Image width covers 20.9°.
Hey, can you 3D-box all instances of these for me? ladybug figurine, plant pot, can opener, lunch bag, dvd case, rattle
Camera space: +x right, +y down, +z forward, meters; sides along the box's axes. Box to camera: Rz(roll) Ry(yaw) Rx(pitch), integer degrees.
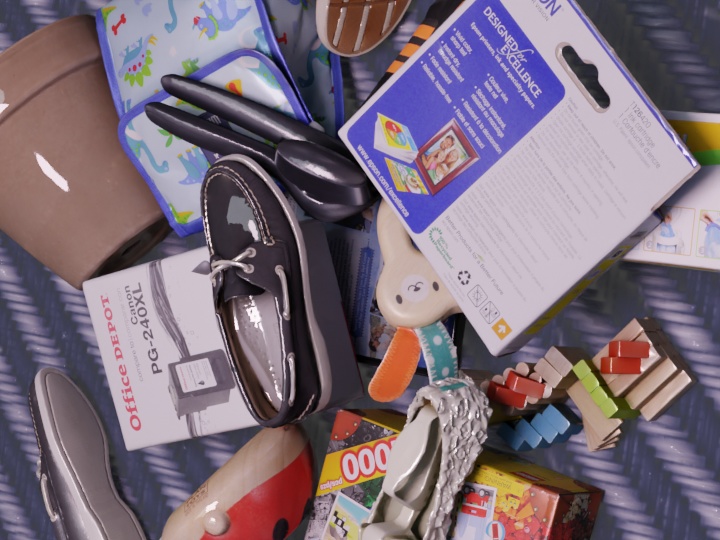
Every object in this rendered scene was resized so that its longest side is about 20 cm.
[{"bbox_3d":[-0.085,0.179,1.489,0.136,0.200,0.072,-42,89,13],"label":"ladybug figurine"},{"bbox_3d":[-0.243,-0.082,1.624,0.200,0.200,0.175,-41,84,25],"label":"plant pot"},{"bbox_3d":[-0.069,-0.098,1.460,0.199,0.079,0.064,28,60,19],"label":"can opener"},{"bbox_3d":[-0.105,-0.147,1.555,0.169,0.127,0.202,-23,75,33],"label":"lunch bag"},{"bbox_3d":[0.000,0.000,1.538,0.198,0.017,0.144,9,93,33],"label":"dvd case"},{"bbox_3d":[0.061,-0.012,1.395,0.130,0.143,0.201,32,71,-3],"label":"rattle"}]

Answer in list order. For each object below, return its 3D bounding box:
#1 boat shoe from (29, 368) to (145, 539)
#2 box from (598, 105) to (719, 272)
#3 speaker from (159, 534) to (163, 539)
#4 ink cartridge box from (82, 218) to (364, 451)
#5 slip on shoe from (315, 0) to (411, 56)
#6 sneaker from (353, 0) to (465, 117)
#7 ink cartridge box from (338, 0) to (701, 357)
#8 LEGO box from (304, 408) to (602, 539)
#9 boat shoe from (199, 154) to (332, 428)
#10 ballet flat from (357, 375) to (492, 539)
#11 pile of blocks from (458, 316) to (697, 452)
[{"bbox_3d":[-0.242,0.182,1.652,0.060,0.074,0.201,-32,77,26],"label":"boat shoe"},{"bbox_3d":[0.206,-0.055,1.347,0.199,0.112,0.103,7,91,35],"label":"box"},{"bbox_3d":[-0.160,0.300,1.583,0.088,0.088,0.201,37,106,30],"label":"speaker"},{"bbox_3d":[-0.111,0.053,1.546,0.199,0.083,0.147,-15,91,36],"label":"ink cartridge box"},{"bbox_3d":[0.009,-0.268,1.527,0.061,0.075,0.202,34,113,62],"label":"slip on shoe"},{"bbox_3d":[0.062,-0.157,1.489,0.200,0.070,0.091,-44,27,39],"label":"sneaker"},{"bbox_3d":[0.108,-0.081,1.314,0.200,0.047,0.198,-43,72,25],"label":"ink cartridge box"},{"bbox_3d":[0.062,0.203,1.446,0.199,0.077,0.150,18,96,34],"label":"LEGO box"},{"bbox_3d":[-0.079,0.016,1.425,0.073,0.060,0.202,-11,96,34],"label":"boat shoe"},{"bbox_3d":[0.030,0.166,1.385,0.071,0.072,0.202,25,101,32],"label":"ballet flat"},{"bbox_3d":[0.140,0.094,1.411,0.199,0.062,0.083,-20,76,32],"label":"pile of blocks"}]
